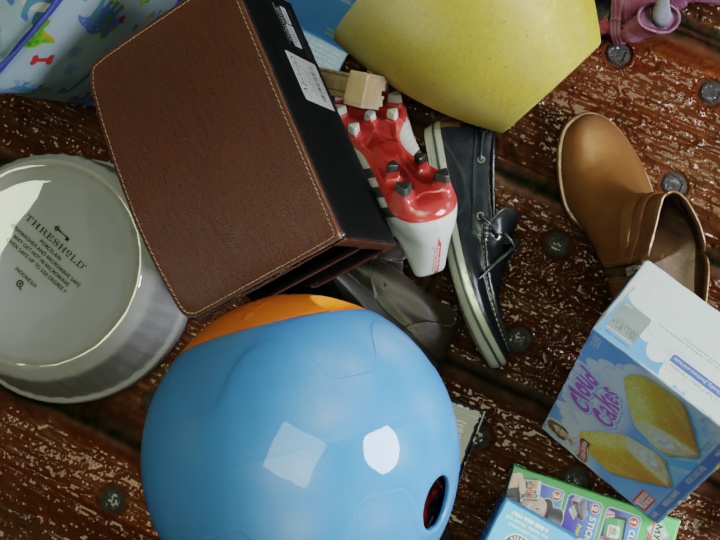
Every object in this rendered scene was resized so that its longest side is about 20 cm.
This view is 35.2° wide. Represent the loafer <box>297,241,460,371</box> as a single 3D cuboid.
[{"bbox_3d":[0.000,0.000,0.896,0.200,0.073,0.071,46,68,1],"label":"loafer"}]

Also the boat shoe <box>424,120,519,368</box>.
[{"bbox_3d":[0.096,-0.025,0.887,0.061,0.075,0.202,-11,75,7],"label":"boat shoe"}]

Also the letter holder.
[{"bbox_3d":[-0.088,-0.079,0.803,0.141,0.100,0.202,-27,79,19],"label":"letter holder"}]

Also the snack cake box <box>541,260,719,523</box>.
[{"bbox_3d":[0.203,0.091,0.788,0.115,0.201,0.067,37,69,16],"label":"snack cake box"}]

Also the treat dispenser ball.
[{"bbox_3d":[-0.037,0.116,0.711,0.198,0.201,0.204,0,81,3],"label":"treat dispenser ball"}]

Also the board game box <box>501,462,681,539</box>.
[{"bbox_3d":[0.149,0.265,0.860,0.133,0.029,0.202,18,82,5],"label":"board game box"}]

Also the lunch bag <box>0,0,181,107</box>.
[{"bbox_3d":[-0.210,-0.233,0.859,0.200,0.170,0.128,-40,82,18],"label":"lunch bag"}]

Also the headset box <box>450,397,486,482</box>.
[{"bbox_3d":[-0.021,0.169,0.851,0.172,0.093,0.202,20,83,5],"label":"headset box"}]

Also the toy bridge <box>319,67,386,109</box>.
[{"bbox_3d":[-0.069,-0.156,0.892,0.198,0.067,0.028,15,101,25],"label":"toy bridge"}]

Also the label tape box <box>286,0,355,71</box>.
[{"bbox_3d":[-0.042,-0.272,0.937,0.143,0.063,0.202,27,83,7],"label":"label tape box"}]

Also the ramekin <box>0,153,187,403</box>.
[{"bbox_3d":[-0.236,0.002,0.888,0.200,0.094,0.205,-1,81,3],"label":"ramekin"}]

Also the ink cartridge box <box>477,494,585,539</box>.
[{"bbox_3d":[0.107,0.278,0.811,0.114,0.068,0.201,27,83,8],"label":"ink cartridge box"}]

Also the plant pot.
[{"bbox_3d":[0.098,-0.191,0.862,0.200,0.200,0.142,-42,92,-4],"label":"plant pot"}]

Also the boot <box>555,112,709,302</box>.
[{"bbox_3d":[0.206,-0.042,0.841,0.073,0.155,0.202,-18,81,0],"label":"boot"}]

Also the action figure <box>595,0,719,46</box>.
[{"bbox_3d":[0.245,-0.235,0.917,0.199,0.149,0.135,-28,50,16],"label":"action figure"}]

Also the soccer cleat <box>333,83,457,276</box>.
[{"bbox_3d":[0.022,-0.074,0.874,0.068,0.086,0.201,-14,38,-14],"label":"soccer cleat"}]
